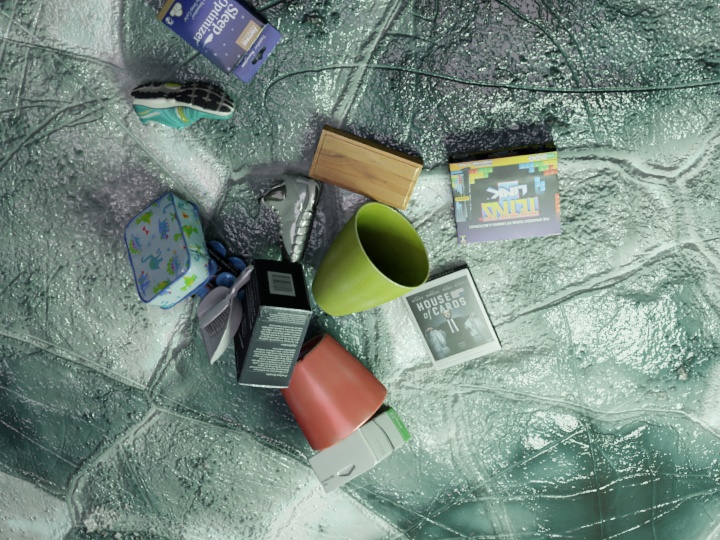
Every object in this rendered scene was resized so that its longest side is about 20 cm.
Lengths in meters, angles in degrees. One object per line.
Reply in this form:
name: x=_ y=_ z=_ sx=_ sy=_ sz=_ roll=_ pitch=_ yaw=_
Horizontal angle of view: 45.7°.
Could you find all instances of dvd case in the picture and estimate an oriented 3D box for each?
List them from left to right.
dvd case: x=0.186 y=0.099 z=1.748 sx=0.149 sy=0.025 sz=0.201 roll=-20 pitch=112 yaw=15

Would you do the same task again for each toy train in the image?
toy train: x=-0.283 y=0.027 z=1.737 sx=0.200 sy=0.087 sz=0.114 roll=41 pitch=122 yaw=-15

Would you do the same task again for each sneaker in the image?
sneaker: x=-0.330 y=-0.305 z=1.600 sx=0.198 sy=0.078 sz=0.080 roll=6 pitch=135 yaw=9
sneaker: x=-0.152 y=-0.099 z=1.673 sx=0.115 sy=0.075 sz=0.202 roll=19 pitch=107 yaw=3

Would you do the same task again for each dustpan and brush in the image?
dustpan and brush: x=-0.258 y=0.066 z=1.643 sx=0.200 sy=0.140 sz=0.057 roll=-43 pitch=134 yaw=16

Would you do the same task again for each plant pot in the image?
plant pot: x=-0.072 y=0.239 z=1.763 sx=0.200 sy=0.201 sz=0.178 roll=-34 pitch=97 yaw=20
plant pot: x=0.000 y=0.000 z=1.653 sx=0.187 sy=0.188 sz=0.200 roll=42 pitch=128 yaw=-13

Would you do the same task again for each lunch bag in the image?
lunch bag: x=-0.377 y=-0.036 z=1.659 sx=0.160 sy=0.201 sz=0.082 roll=-35 pitch=149 yaw=21

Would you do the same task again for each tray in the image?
tray: x=0.010 y=-0.194 z=1.623 sx=0.198 sy=0.037 sz=0.099 roll=20 pitch=116 yaw=-2

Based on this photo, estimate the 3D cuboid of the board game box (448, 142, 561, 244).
board game box: x=0.273 y=-0.143 z=1.607 sx=0.198 sy=0.057 sz=0.167 roll=-6 pitch=113 yaw=9

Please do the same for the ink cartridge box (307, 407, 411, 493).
ink cartridge box: x=0.001 y=0.375 z=1.795 sx=0.146 sy=0.200 sz=0.084 roll=-35 pitch=80 yaw=20

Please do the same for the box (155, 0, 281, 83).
box: x=-0.253 y=-0.441 z=1.538 sx=0.199 sy=0.032 sz=0.121 roll=37 pitch=113 yaw=-12

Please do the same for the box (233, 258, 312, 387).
box: x=-0.173 y=0.103 z=1.644 sx=0.103 sy=0.149 sz=0.201 roll=7 pitch=127 yaw=-18
